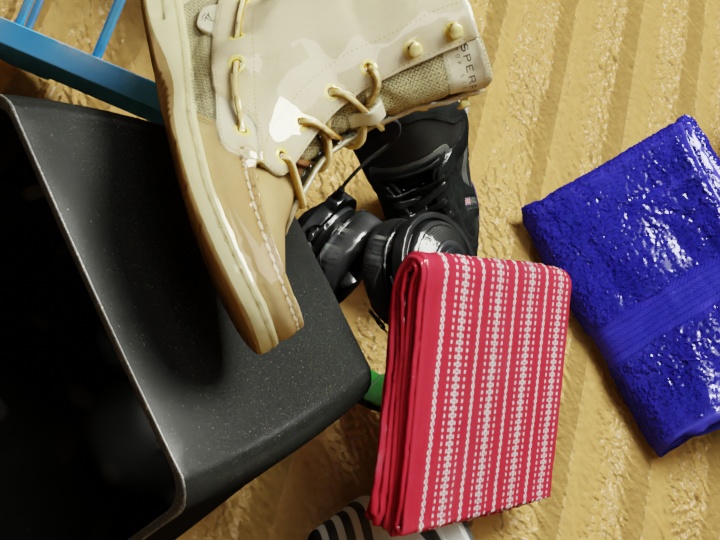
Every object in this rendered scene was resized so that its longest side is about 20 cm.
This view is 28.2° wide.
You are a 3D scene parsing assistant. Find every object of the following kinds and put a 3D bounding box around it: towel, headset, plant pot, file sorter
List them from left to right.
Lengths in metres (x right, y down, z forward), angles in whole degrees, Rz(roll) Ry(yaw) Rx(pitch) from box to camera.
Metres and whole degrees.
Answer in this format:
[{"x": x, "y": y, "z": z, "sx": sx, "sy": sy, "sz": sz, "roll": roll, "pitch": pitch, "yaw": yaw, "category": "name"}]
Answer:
[{"x": -0.114, "y": 0.045, "z": 0.719, "sx": 0.176, "sy": 0.199, "sz": 0.202, "roll": -10, "pitch": 68, "yaw": -47, "category": "plant pot"}, {"x": -0.110, "y": -0.148, "z": 0.793, "sx": 0.198, "sy": 0.139, "sz": 0.124, "roll": 24, "pitch": 90, "yaw": 7, "category": "file sorter"}, {"x": 0.000, "y": 0.000, "z": 0.808, "sx": 0.122, "sy": 0.202, "sz": 0.094, "roll": 14, "pitch": 35, "yaw": 30, "category": "headset"}, {"x": 0.066, "y": 0.065, "z": 0.798, "sx": 0.199, "sy": 0.022, "sz": 0.147, "roll": 5, "pitch": 91, "yaw": -59, "category": "towel"}, {"x": 0.217, "y": 0.007, "z": 0.981, "sx": 0.147, "sy": 0.050, "sz": 0.201, "roll": -30, "pitch": 76, "yaw": 0, "category": "towel"}]

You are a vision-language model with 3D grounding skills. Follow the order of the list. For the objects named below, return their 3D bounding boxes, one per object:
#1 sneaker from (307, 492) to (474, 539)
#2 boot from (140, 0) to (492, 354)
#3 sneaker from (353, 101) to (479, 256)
[{"x": 0.034, "y": 0.218, "z": 0.786, "sx": 0.114, "sy": 0.076, "sz": 0.202, "roll": -22, "pitch": 68, "yaw": -29, "category": "sneaker"}, {"x": -0.010, "y": -0.067, "z": 0.653, "sx": 0.153, "sy": 0.073, "sz": 0.202, "roll": -14, "pitch": 55, "yaw": -6, "category": "boot"}, {"x": 0.045, "y": -0.047, "z": 0.873, "sx": 0.075, "sy": 0.200, "sz": 0.089, "roll": -17, "pitch": 71, "yaw": 9, "category": "sneaker"}]
